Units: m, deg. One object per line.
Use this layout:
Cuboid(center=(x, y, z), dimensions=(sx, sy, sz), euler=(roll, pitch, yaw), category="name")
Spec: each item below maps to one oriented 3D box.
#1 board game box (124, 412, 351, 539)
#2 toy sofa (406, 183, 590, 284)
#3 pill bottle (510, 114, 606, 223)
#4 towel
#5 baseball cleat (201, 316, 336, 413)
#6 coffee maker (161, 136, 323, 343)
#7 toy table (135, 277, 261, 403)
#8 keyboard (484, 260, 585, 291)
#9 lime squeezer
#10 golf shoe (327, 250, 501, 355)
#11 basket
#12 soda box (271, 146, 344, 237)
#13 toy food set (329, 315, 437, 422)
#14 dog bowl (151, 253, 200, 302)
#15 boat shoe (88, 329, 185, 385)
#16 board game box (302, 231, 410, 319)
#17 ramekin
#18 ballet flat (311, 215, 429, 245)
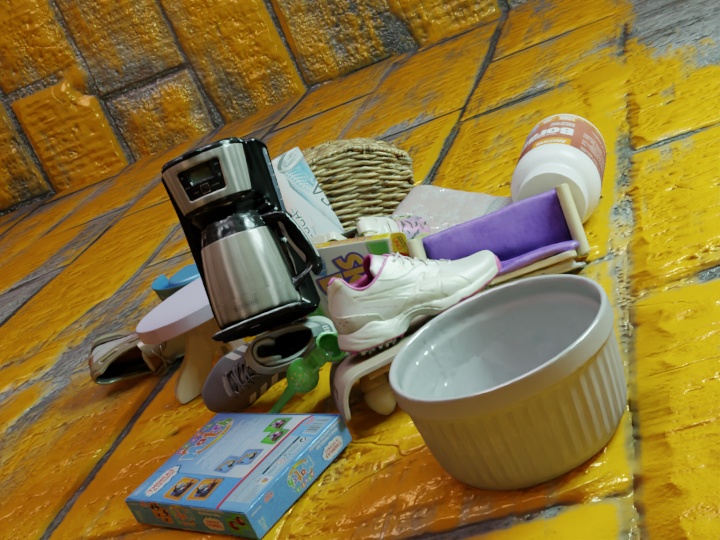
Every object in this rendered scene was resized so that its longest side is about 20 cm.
Cuboid(center=(-0.125, 0.202, 1.096), dimensions=(0.199, 0.037, 0.151), euler=(-6, 27, 45), category="board game box")
Cuboid(center=(0.156, -0.027, 1.238), dimensions=(0.198, 0.084, 0.097), euler=(-20, -7, 17), category="toy sofa")
Cuboid(center=(0.249, -0.117, 1.361), dimensions=(0.111, 0.113, 0.200), euler=(-17, 18, 22), category="pill bottle")
Cuboid(center=(0.121, -0.056, 1.403), dimensions=(0.189, 0.033, 0.200), euler=(6, 30, 23), category="towel")
Cuboid(center=(-0.121, 0.105, 1.234), dimensions=(0.199, 0.070, 0.106), euler=(-34, -16, 21), category="baseball cleat")
Cuboid(center=(-0.135, -0.031, 1.198), dimensions=(0.133, 0.202, 0.192), euler=(-18, -6, -14), category="coffee maker")
Cuboid(center=(-0.175, 0.074, 1.392), dimensions=(0.198, 0.118, 0.184), euler=(-27, 18, -5), category="toy table")
Cuboid(center=(0.158, 0.024, 1.234), dimensions=(0.198, 0.011, 0.056), euler=(-19, -10, 18), category="keyboard")
Cuboid(center=(-0.042, 0.101, 1.172), dimensions=(0.038, 0.071, 0.200), euler=(38, 80, 24), category="lime squeezer")
Cuboid(center=(0.055, 0.012, 1.135), dimensions=(0.198, 0.092, 0.075), euler=(-26, 5, -17), category="golf shoe")
Cuboid(center=(-0.026, -0.132, 1.657), dimensions=(0.197, 0.145, 0.149), euler=(-10, 17, -10), category="basket")
Cuboid(center=(-0.072, -0.064, 1.498), dimensions=(0.068, 0.201, 0.063), euler=(-31, 6, -20), category="soda box")
Cuboid(center=(0.061, 0.093, 1.140), dimensions=(0.198, 0.061, 0.143), euler=(-26, 6, -5), category="toy food set")
Cuboid(center=(-0.210, 0.003, 1.533), dimensions=(0.110, 0.050, 0.200), euler=(-10, 19, 31), category="dog bowl")
Cuboid(center=(-0.289, 0.112, 1.530), dimensions=(0.198, 0.075, 0.069), euler=(-21, 37, 9), category="boat shoe")
Cuboid(center=(-0.035, 0.014, 1.290), dimensions=(0.197, 0.097, 0.030), euler=(-9, 18, 9), category="board game box")
Cuboid(center=(0.132, 0.098, 0.930), dimensions=(0.198, 0.106, 0.200), euler=(-22, 17, 7), category="ramekin")
Cuboid(center=(-0.013, -0.027, 1.316), dimensions=(0.198, 0.071, 0.070), euler=(-21, 51, 6), category="ballet flat")
